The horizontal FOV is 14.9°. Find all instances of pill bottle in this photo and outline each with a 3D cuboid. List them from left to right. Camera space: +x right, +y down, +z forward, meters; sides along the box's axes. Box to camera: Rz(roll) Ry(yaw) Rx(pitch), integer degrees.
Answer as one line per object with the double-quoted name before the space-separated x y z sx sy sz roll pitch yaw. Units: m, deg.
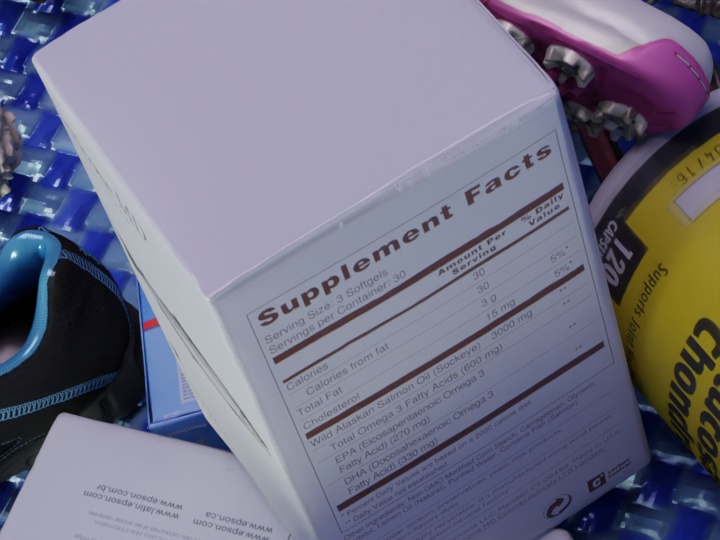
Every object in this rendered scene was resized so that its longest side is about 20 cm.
"pill bottle" 0.160 0.039 0.846 0.112 0.112 0.200 -34 53 -6

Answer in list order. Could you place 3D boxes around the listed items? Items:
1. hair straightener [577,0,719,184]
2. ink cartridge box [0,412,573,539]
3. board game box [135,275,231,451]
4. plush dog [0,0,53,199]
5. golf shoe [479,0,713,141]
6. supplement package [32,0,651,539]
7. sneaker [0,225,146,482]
"hair straightener" 0.103 -0.072 0.958 0.077 0.041 0.200 -23 83 16
"ink cartridge box" -0.050 0.156 0.900 0.196 0.043 0.200 12 62 22
"board game box" -0.012 -0.034 1.021 0.151 0.037 0.200 -15 54 7
"plush dog" -0.215 -0.121 1.096 0.200 0.161 0.172 5 32 19
"golf shoe" 0.046 -0.109 0.891 0.200 0.075 0.092 31 79 41
"supplement package" 0.000 0.000 0.844 0.117 0.200 0.117 -31 52 -8
"sneaker" -0.165 0.064 0.976 0.073 0.082 0.200 36 74 32
